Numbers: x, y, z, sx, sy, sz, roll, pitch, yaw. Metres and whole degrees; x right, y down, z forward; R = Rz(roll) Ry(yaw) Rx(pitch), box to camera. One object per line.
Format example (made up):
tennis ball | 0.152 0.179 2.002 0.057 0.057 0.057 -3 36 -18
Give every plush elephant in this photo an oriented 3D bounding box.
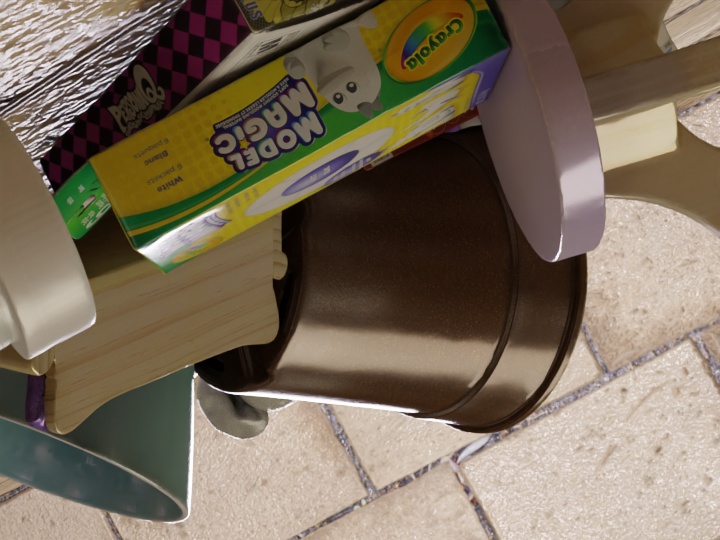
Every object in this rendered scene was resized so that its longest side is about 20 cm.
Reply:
plush elephant | -0.082 0.054 1.593 0.164 0.155 0.200 -31 176 35

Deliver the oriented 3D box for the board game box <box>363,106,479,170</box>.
board game box | 0.086 -0.120 1.012 0.103 0.020 0.200 -22 -168 44

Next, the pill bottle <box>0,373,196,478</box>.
pill bottle | -0.202 0.071 1.307 0.111 0.112 0.200 -31 175 33

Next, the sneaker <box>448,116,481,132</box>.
sneaker | 0.017 -0.073 1.302 0.088 0.081 0.200 -19 168 -22

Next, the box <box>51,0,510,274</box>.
box | -0.036 -0.056 0.767 0.199 0.049 0.117 -27 176 -2

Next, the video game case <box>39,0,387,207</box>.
video game case | -0.032 -0.102 0.812 0.181 0.036 0.200 -26 176 -36

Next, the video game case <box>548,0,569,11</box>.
video game case | 0.054 -0.121 0.982 0.182 0.024 0.200 -29 -171 18

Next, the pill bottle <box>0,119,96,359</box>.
pill bottle | -0.208 0.024 0.674 0.199 0.110 0.110 -27 176 -17

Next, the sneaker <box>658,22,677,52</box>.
sneaker | 0.169 -0.117 1.235 0.200 0.087 0.075 -48 -167 -34

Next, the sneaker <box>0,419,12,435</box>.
sneaker | -0.187 0.034 1.157 0.200 0.087 0.074 -30 -149 -23

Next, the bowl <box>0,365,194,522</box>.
bowl | -0.176 0.063 1.046 0.105 0.200 0.201 -69 -169 -19

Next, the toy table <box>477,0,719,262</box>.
toy table | 0.120 -0.079 0.796 0.117 0.185 0.200 -16 -166 -3

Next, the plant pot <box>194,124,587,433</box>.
plant pot | 0.000 0.000 1.103 0.197 0.201 0.200 4 157 -36

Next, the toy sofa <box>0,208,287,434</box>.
toy sofa | -0.126 0.005 0.905 0.082 0.098 0.200 11 -160 32
